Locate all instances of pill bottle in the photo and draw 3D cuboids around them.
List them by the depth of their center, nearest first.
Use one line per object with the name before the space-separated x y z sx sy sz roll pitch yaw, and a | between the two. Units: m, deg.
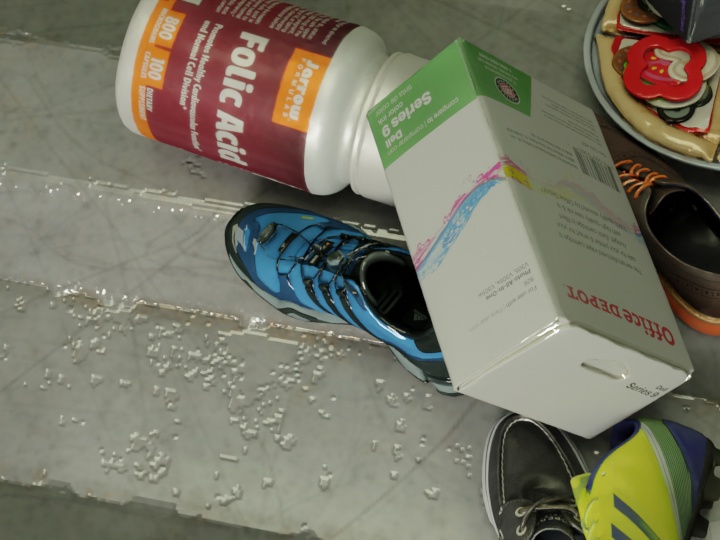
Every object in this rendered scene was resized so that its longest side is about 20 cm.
pill bottle | -0.049 -0.116 1.213 0.199 0.114 0.115 19 66 15

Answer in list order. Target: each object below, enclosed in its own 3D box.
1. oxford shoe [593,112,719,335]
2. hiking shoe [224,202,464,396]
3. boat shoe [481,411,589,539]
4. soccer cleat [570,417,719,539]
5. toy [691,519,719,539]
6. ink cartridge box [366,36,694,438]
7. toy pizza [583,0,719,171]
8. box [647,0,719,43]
oxford shoe | 0.181 -0.050 1.179 0.071 0.073 0.200 -39 66 -14
hiking shoe | 0.000 0.000 1.164 0.199 0.087 0.075 26 68 17
boat shoe | 0.111 0.166 1.079 0.069 0.066 0.201 -7 63 2
soccer cleat | 0.151 0.151 1.046 0.083 0.065 0.200 19 33 12
toy | 0.265 0.185 1.057 0.198 0.047 0.116 -11 38 11
ink cartridge box | 0.099 -0.016 1.094 0.087 0.145 0.201 -36 55 27
toy pizza | 0.248 -0.148 1.227 0.198 0.032 0.201 -1 53 2
box | 0.221 -0.262 1.231 0.121 0.107 0.200 -18 50 -18
